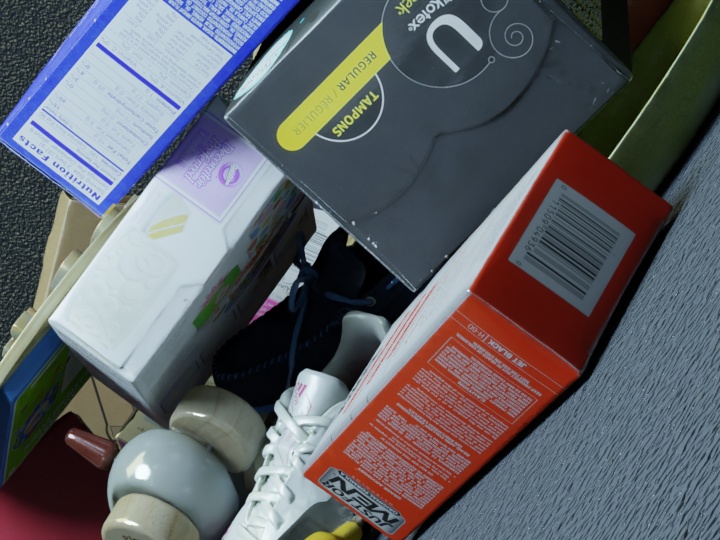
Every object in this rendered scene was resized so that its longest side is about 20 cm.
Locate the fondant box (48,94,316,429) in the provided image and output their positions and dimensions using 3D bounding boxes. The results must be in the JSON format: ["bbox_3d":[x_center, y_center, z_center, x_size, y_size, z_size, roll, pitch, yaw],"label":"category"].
[{"bbox_3d":[-0.089,0.001,1.407,0.145,0.058,0.200,-54,-6,-8],"label":"fondant box"}]

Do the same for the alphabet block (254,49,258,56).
[{"bbox_3d":[0.068,-0.170,1.647,0.197,0.195,0.200,-54,2,-10],"label":"alphabet block"}]

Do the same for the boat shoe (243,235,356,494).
[{"bbox_3d":[0.009,0.052,1.489,0.068,0.072,0.201,13,78,46],"label":"boat shoe"}]

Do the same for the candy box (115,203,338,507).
[{"bbox_3d":[-0.058,0.080,1.651,0.201,0.071,0.168,-57,-22,-25],"label":"candy box"}]

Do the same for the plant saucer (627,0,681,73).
[{"bbox_3d":[0.173,-0.170,1.413,0.200,0.037,0.200,-64,-1,38],"label":"plant saucer"}]

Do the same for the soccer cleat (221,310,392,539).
[{"bbox_3d":[-0.031,0.104,1.342,0.200,0.069,0.087,-57,-37,-37],"label":"soccer cleat"}]

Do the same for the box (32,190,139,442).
[{"bbox_3d":[-0.136,0.049,1.676,0.021,0.163,0.201,42,122,52],"label":"box"}]

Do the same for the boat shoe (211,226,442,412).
[{"bbox_3d":[0.000,0.000,1.428,0.199,0.069,0.084,-34,34,1],"label":"boat shoe"}]

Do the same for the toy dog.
[{"bbox_3d":[-0.106,0.142,1.404,0.132,0.096,0.201,-43,-33,-48],"label":"toy dog"}]

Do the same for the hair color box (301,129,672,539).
[{"bbox_3d":[0.052,0.033,1.163,0.102,0.061,0.200,-57,4,-33],"label":"hair color box"}]

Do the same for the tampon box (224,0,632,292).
[{"bbox_3d":[0.038,-0.111,1.288,0.150,0.126,0.200,-45,10,17],"label":"tampon box"}]

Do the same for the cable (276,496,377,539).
[{"bbox_3d":[0.007,0.124,1.270,0.200,0.050,0.097,-43,-30,-31],"label":"cable"}]

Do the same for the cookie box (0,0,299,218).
[{"bbox_3d":[-0.077,-0.146,1.338,0.200,0.075,0.171,-44,12,37],"label":"cookie box"}]

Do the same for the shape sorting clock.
[{"bbox_3d":[-0.167,0.036,1.439,0.201,0.039,0.200,-55,-7,-10],"label":"shape sorting clock"}]

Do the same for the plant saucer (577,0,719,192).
[{"bbox_3d":[0.129,-0.063,1.258,0.201,0.031,0.200,-56,3,4],"label":"plant saucer"}]

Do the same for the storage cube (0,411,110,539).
[{"bbox_3d":[-0.190,0.216,1.556,0.180,0.200,0.171,-40,-2,-17],"label":"storage cube"}]
